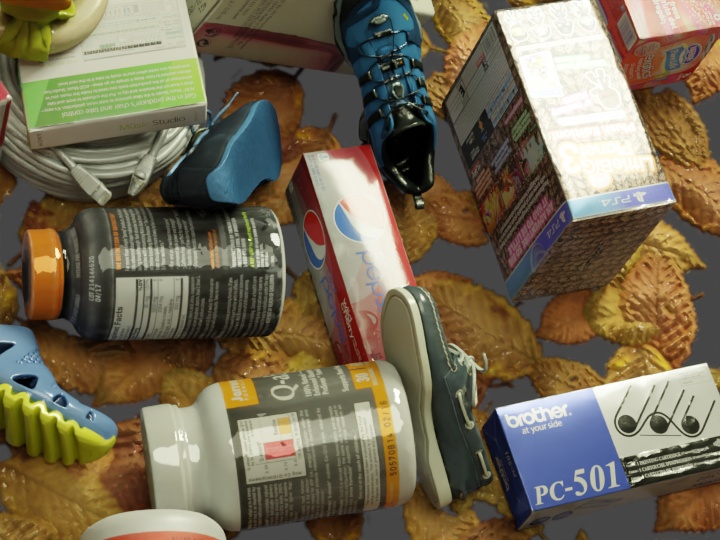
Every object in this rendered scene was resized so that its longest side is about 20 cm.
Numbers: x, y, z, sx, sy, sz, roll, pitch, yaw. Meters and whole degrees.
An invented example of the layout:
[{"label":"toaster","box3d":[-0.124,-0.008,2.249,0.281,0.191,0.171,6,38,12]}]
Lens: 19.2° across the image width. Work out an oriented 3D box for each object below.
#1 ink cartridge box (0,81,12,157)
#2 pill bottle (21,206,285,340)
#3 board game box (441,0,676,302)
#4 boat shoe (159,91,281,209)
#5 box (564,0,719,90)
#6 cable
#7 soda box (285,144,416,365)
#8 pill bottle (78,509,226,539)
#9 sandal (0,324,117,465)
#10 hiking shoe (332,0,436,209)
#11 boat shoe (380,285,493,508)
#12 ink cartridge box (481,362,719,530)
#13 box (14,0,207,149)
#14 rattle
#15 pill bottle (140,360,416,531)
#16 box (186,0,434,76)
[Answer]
[{"label":"ink cartridge box","box3d":[-0.367,-0.163,1.687,0.083,0.145,0.200,-29,75,-25]},{"label":"pill bottle","box3d":[-0.166,0.002,1.686,0.200,0.106,0.106,0,65,-16]},{"label":"board game box","box3d":[0.162,-0.101,1.798,0.097,0.159,0.200,-11,69,-20]},{"label":"boat shoe","box3d":[-0.113,-0.098,1.727,0.069,0.200,0.084,-8,98,14]},{"label":"box","box3d":[0.242,-0.273,1.939,0.094,0.103,0.200,-11,67,-20]},{"label":"cable","box3d":[-0.227,-0.155,1.768,0.200,0.069,0.200,35,60,4]},{"label":"soda box","box3d":[0.000,0.000,1.754,0.063,0.070,0.200,-9,67,-22]},{"label":"pill bottle","box3d":[-0.147,0.282,1.551,0.112,0.112,0.200,1,64,-15]},{"label":"sandal","box3d":[-0.272,0.077,1.638,0.200,0.080,0.087,30,57,-2]},{"label":"hiking shoe","box3d":[0.032,-0.154,1.762,0.074,0.200,0.087,-22,38,-11]},{"label":"boat shoe","box3d":[0.065,0.095,1.668,0.062,0.075,0.200,-21,115,-15]},{"label":"ink cartridge box","box3d":[0.209,0.144,1.757,0.200,0.044,0.094,-10,66,-20]},{"label":"box","box3d":[-0.210,-0.198,1.721,0.144,0.036,0.200,-9,62,-8]},{"label":"rattle","box3d":[-0.235,-0.273,1.659,0.130,0.143,0.200,29,65,11]},{"label":"pill bottle","box3d":[-0.064,0.138,1.637,0.200,0.116,0.117,-7,67,-10]},{"label":"box","box3d":[-0.057,-0.252,1.806,0.200,0.109,0.128,6,58,-34]}]
